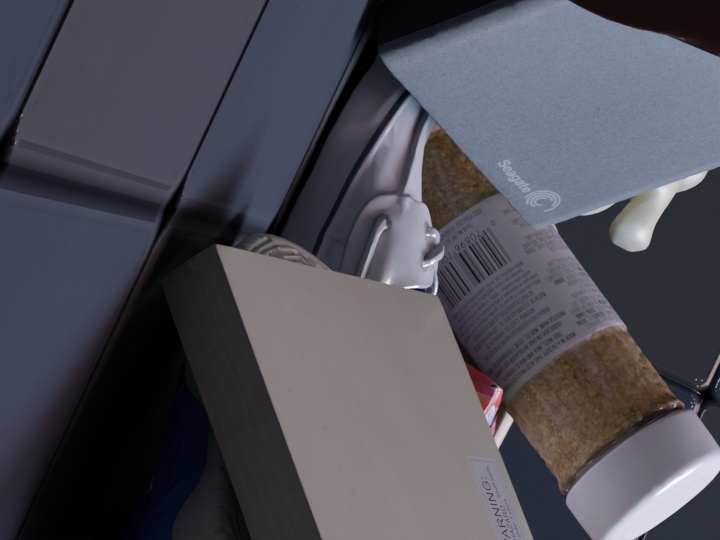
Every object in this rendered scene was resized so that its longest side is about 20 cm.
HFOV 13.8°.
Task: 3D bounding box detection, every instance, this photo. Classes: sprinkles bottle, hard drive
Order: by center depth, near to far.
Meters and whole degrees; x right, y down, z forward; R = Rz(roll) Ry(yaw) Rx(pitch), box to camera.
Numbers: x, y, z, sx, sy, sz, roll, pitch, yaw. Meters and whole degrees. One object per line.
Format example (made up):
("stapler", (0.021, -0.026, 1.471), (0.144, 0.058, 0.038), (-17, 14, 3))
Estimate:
("hard drive", (0.124, -0.089, 1.133), (0.140, 0.199, 0.033), (44, 34, -48))
("sprinkles bottle", (0.076, 0.023, 1.294), (0.068, 0.200, 0.068), (-32, 164, -11))

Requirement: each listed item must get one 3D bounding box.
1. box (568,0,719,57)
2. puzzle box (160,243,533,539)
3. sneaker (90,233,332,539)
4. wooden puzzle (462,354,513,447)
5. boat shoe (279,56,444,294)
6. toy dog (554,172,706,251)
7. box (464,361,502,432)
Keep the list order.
("box", (0.124, -0.189, 0.929), (0.200, 0.165, 0.165), (-58, 169, -54))
("puzzle box", (0.014, 0.092, 0.928), (0.025, 0.201, 0.133), (-31, 156, 25))
("sneaker", (-0.054, 0.078, 0.992), (0.111, 0.077, 0.200), (-44, -155, 30))
("wooden puzzle", (0.003, 0.128, 1.468), (0.185, 0.046, 0.201), (6, -110, 62))
("boat shoe", (0.000, 0.000, 1.172), (0.074, 0.065, 0.201), (85, 31, -79))
("toy dog", (0.150, -0.102, 1.866), (0.200, 0.139, 0.195), (-52, 154, -68))
("box", (-0.004, 0.077, 1.290), (0.100, 0.095, 0.200), (-56, 174, -6))
